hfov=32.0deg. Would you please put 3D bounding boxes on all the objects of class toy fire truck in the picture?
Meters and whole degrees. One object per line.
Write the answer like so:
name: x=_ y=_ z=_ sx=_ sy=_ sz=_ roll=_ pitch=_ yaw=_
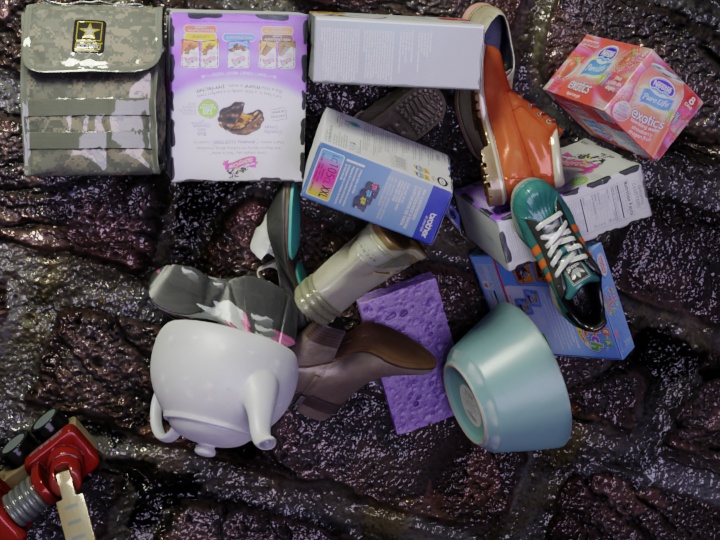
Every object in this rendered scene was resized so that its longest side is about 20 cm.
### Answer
toy fire truck: x=-0.391 y=0.290 z=1.526 sx=0.175 sy=0.200 sz=0.129 roll=-37 pitch=110 yaw=-2

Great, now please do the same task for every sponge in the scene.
sponge: x=0.072 y=0.113 z=1.687 sx=0.110 sy=0.030 sz=0.203 roll=-19 pitch=109 yaw=-8

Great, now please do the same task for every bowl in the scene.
bowl: x=0.178 y=0.154 z=1.627 sx=0.104 sy=0.201 sz=0.203 roll=-20 pitch=109 yaw=-16

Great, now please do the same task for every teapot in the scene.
teapot: x=-0.176 y=0.153 z=1.528 sx=0.194 sy=0.200 sz=0.148 roll=12 pitch=77 yaw=6

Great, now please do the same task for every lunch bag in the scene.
lunch bag: x=-0.307 y=-0.213 z=1.454 sx=0.161 sy=0.118 sz=0.203 roll=0 pitch=98 yaw=-4

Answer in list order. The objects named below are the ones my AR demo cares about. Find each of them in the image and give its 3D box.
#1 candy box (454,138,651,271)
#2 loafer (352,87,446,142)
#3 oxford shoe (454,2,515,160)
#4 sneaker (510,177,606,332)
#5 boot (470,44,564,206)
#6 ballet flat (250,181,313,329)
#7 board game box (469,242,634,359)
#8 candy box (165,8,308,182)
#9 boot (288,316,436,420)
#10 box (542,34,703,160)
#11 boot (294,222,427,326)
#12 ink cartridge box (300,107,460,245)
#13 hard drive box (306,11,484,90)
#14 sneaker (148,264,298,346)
candy box: x=0.241 y=-0.087 z=1.594 sx=0.198 sy=0.168 sz=0.072 roll=-21 pitch=111 yaw=-8
loafer: x=0.021 y=-0.170 z=1.581 sx=0.198 sy=0.068 sz=0.076 roll=-31 pitch=109 yaw=13
oxford shoe: x=0.162 y=-0.234 z=1.592 sx=0.070 sy=0.074 sz=0.203 roll=-11 pitch=108 yaw=-14
sneaker: x=0.242 y=-0.017 z=1.472 sx=0.071 sy=0.080 sz=0.202 roll=-31 pitch=112 yaw=-4
boot: x=0.188 y=-0.184 z=1.518 sx=0.106 sy=0.075 sz=0.203 roll=-10 pitch=81 yaw=3
ballet flat: x=-0.102 y=-0.015 z=1.586 sx=0.067 sy=0.068 sz=0.203 roll=-4 pitch=112 yaw=9
board game box: x=0.246 y=0.039 z=1.628 sx=0.036 sy=0.199 sz=0.153 roll=-36 pitch=113 yaw=-35
candy box: x=-0.152 y=-0.211 z=1.521 sx=0.165 sy=0.072 sz=0.203 roll=-1 pitch=104 yaw=-14
boot: x=-0.018 y=0.138 z=1.641 sx=0.198 sy=0.071 sz=0.147 roll=22 pitch=120 yaw=-16
box: x=0.325 y=-0.219 z=1.571 sx=0.102 sy=0.200 sz=0.095 roll=39 pitch=93 yaw=-20
boot: x=0.000 y=0.000 z=1.574 sx=0.154 sy=0.200 sz=0.072 roll=-41 pitch=81 yaw=12
ink cartridge box: x=0.035 y=-0.108 z=1.494 sx=0.197 sy=0.137 sz=0.077 roll=19 pitch=114 yaw=-7
hard drive box: x=0.037 y=-0.263 z=1.497 sx=0.197 sy=0.156 sz=0.078 roll=2 pitch=104 yaw=-7
sneaker: x=-0.171 y=0.044 z=1.579 sx=0.198 sy=0.086 sz=0.081 roll=21 pitch=73 yaw=-9
